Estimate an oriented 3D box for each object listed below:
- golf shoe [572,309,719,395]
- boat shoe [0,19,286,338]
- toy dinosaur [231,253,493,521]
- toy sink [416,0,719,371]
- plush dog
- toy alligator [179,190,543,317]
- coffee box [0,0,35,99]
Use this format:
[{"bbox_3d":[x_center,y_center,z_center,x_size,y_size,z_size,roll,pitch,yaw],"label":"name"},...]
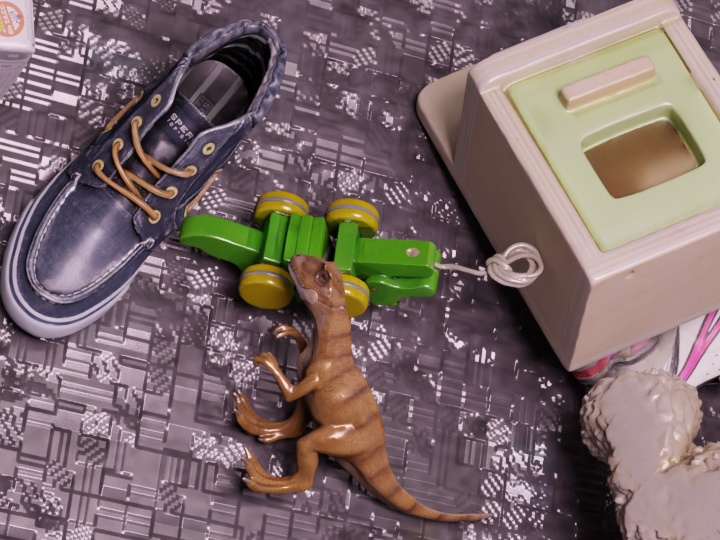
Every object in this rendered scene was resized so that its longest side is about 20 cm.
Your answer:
[{"bbox_3d":[0.203,0.020,1.475,0.200,0.072,0.092,-42,108,-22],"label":"golf shoe"},{"bbox_3d":[-0.117,-0.055,1.344,0.071,0.091,0.201,39,63,-5],"label":"boat shoe"},{"bbox_3d":[-0.009,0.089,1.355,0.105,0.061,0.201,-17,120,11],"label":"toy dinosaur"},{"bbox_3d":[0.131,-0.071,1.399,0.130,0.112,0.201,-21,63,-15],"label":"toy sink"},{"bbox_3d":[0.214,0.156,1.361,0.172,0.199,0.161,43,59,-45],"label":"plush dog"},{"bbox_3d":[0.000,0.000,1.378,0.198,0.054,0.060,7,61,4],"label":"toy alligator"},{"bbox_3d":[-0.285,-0.172,1.248,0.196,0.200,0.202,-1,75,-22],"label":"coffee box"}]
